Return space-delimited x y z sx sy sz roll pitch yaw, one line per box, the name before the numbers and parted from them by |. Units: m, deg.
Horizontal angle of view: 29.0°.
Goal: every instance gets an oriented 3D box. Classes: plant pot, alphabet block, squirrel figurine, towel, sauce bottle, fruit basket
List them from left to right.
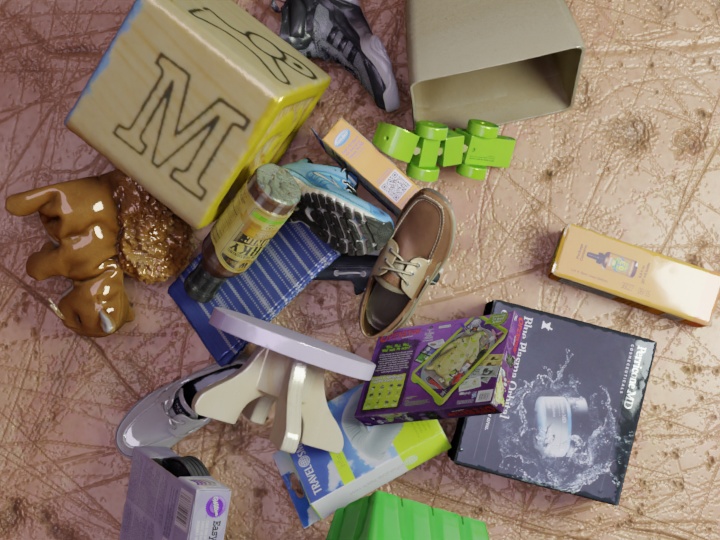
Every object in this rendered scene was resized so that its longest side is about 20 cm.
squirrel figurine | -0.298 -0.019 1.663 0.198 0.142 0.188 -14 92 3
alphabet block | -0.184 -0.197 1.617 0.200 0.195 0.197 38 112 5
sauce bottle | -0.141 -0.037 1.606 0.065 0.065 0.200 43 128 4
towel | -0.131 0.003 1.674 0.200 0.024 0.145 -44 57 5
fruit basket | 0.047 0.376 1.583 0.214 0.155 0.217 17 59 -30
plant pot | 0.142 -0.285 1.643 0.198 0.200 0.178 -11 75 1

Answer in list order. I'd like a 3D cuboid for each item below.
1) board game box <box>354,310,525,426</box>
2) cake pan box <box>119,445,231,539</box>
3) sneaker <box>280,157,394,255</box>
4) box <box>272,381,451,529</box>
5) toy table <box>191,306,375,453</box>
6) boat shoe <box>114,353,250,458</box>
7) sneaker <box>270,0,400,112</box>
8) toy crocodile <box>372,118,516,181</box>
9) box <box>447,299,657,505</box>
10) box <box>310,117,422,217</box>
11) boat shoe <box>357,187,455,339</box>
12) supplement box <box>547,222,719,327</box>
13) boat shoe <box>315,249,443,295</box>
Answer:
board game box | 0.089 0.113 1.586 0.199 0.032 0.121 -10 54 41
cake pan box | -0.221 0.313 1.603 0.052 0.184 0.202 6 95 -34
sneaker | -0.029 -0.088 1.606 0.090 0.079 0.199 -35 44 -27
box | -0.006 0.204 1.651 0.199 0.048 0.122 -29 50 0
toy table | -0.092 0.128 1.581 0.199 0.184 0.118 19 91 -9
boat shoe | -0.213 0.160 1.679 0.199 0.065 0.074 -35 86 -1
sneaker | -0.033 -0.266 1.701 0.113 0.075 0.201 -26 80 1
toy crocodile | 0.104 -0.147 1.655 0.199 0.062 0.068 -4 114 -36
box | 0.223 0.153 1.641 0.198 0.117 0.198 14 87 2
box | 0.024 -0.110 1.663 0.200 0.119 0.041 44 89 4
boat shoe | 0.051 0.000 1.586 0.075 0.072 0.201 27 122 11
supplement box | 0.328 0.007 1.673 0.199 0.069 0.067 19 86 1
boat shoe | 0.000 0.000 1.683 0.199 0.076 0.061 11 86 15
